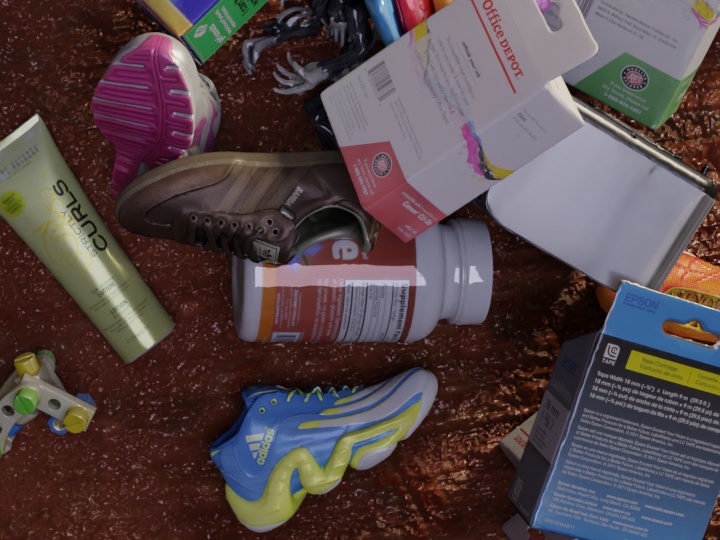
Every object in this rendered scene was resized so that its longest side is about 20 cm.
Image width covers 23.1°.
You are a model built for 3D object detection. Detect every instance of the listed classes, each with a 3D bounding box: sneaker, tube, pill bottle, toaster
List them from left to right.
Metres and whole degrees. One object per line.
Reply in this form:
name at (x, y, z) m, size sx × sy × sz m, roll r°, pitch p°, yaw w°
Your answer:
tube at (-0.225, -0.019, 1.387) m, size 0.201 × 0.052 × 0.058 m, roll 55°, pitch 47°, yaw -9°
sneaker at (-0.149, -0.122, 1.326) m, size 0.081 × 0.201 × 0.089 m, roll 19°, pitch 61°, yaw 3°
sneaker at (-0.080, -0.041, 1.300) m, size 0.198 × 0.071 × 0.076 m, roll -9°, pitch 59°, yaw -9°
sneaker at (-0.036, 0.121, 1.429) m, size 0.199 × 0.076 × 0.105 m, roll -37°, pitch 103°, yaw -2°
pill bottle at (0.000, 0.000, 1.397) m, size 0.198 × 0.112 × 0.114 m, roll 0°, pitch 99°, yaw -11°
toaster at (0.174, -0.068, 1.383) m, size 0.199 × 0.181 × 0.119 m, roll 29°, pitch 96°, yaw -11°
sneaker at (0.295, 0.027, 1.470) m, size 0.198 × 0.077 × 0.074 m, roll 10°, pitch 99°, yaw -2°

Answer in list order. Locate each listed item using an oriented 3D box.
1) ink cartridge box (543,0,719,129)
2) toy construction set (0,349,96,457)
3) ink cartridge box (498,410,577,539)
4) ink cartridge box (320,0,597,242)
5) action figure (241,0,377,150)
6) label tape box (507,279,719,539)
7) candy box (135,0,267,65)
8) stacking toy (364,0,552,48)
ink cartridge box at (0.218, -0.235, 1.355) m, size 0.144 × 0.087 × 0.201 m, roll 30°, pitch 116°, yaw 13°
toy construction set at (-0.305, 0.066, 1.362) m, size 0.131 × 0.092 × 0.201 m, roll -32°, pitch 96°, yaw 22°
ink cartridge box at (0.191, 0.145, 1.452) m, size 0.199 × 0.116 × 0.067 m, roll -38°, pitch 105°, yaw -3°
ink cartridge box at (0.080, -0.126, 1.259) m, size 0.199 × 0.117 × 0.067 m, roll -33°, pitch 144°, yaw 17°
action figure at (-0.034, -0.162, 1.364) m, size 0.101 × 0.119 × 0.202 m, roll -11°, pitch 107°, yaw -13°
label tape box at (0.217, 0.112, 1.354) m, size 0.143 × 0.063 × 0.202 m, roll 16°, pitch 100°, yaw -16°
candy box at (-0.109, -0.284, 1.314) m, size 0.200 × 0.077 × 0.169 m, roll -45°, pitch 74°, yaw 0°
stacking toy at (0.106, -0.223, 1.315) m, size 0.198 × 0.117 × 0.110 m, roll -12°, pitch 146°, yaw 15°
